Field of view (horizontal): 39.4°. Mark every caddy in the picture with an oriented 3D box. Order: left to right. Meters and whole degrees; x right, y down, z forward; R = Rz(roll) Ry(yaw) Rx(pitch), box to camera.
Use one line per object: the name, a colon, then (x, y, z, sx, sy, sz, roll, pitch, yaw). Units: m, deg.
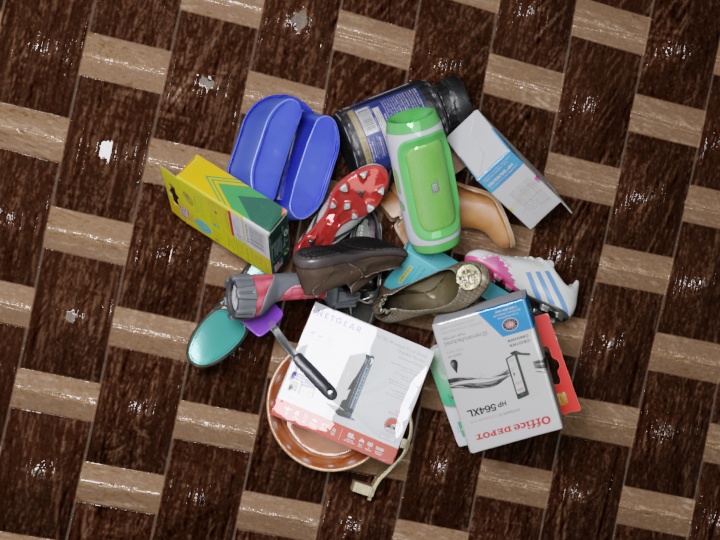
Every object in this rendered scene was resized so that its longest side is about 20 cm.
caddy: (-0.119, -0.166, 1.510, 0.140, 0.105, 0.202, 21, 83, -29)

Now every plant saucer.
plant saucer: (-0.045, 0.205, 1.542, 0.197, 0.032, 0.203, 0, 81, -1)

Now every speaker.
speaker: (0.093, -0.130, 1.465, 0.087, 0.089, 0.202, -17, 113, -8)

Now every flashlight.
flashlight: (-0.097, 0.035, 1.462, 0.198, 0.068, 0.068, -1, 134, -27)

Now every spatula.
spatula: (-0.104, 0.113, 1.475, 0.056, 0.021, 0.200, -43, 91, -19)

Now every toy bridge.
toy bridge: (0.044, 0.262, 1.573, 0.066, 0.027, 0.202, 18, 87, -9)

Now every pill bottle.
pill bottle: (0.066, -0.223, 1.531, 0.198, 0.112, 0.113, -22, 93, -7)

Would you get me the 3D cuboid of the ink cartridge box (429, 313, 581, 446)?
ink cartridge box: (0.215, 0.170, 1.536, 0.198, 0.050, 0.163, -18, 96, 29)

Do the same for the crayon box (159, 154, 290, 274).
crayon box: (-0.195, -0.086, 1.462, 0.199, 0.127, 0.051, 32, 64, 14)

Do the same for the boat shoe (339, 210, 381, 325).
boat shoe: (0.000, 0.000, 1.550, 0.066, 0.057, 0.203, 3, 90, -8)

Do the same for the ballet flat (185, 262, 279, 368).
ballet flat: (-0.188, 0.067, 1.513, 0.068, 0.068, 0.201, 39, 76, -3)

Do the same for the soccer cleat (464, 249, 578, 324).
soccer cleat: (0.257, 0.007, 1.590, 0.199, 0.070, 0.087, 30, 71, -10)

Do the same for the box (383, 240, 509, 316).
box: (0.140, 0.034, 1.555, 0.199, 0.049, 0.083, 31, 127, -7)

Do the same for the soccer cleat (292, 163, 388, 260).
soccer cleat: (-0.032, -0.084, 1.511, 0.068, 0.085, 0.201, 36, 103, -12)

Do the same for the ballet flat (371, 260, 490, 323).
ballet flat: (0.100, 0.033, 1.493, 0.198, 0.046, 0.068, -18, 68, 30)

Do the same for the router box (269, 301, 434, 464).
router box: (-0.012, 0.169, 1.507, 0.198, 0.049, 0.181, 21, 81, 3)

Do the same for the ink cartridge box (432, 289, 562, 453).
ink cartridge box: (0.203, 0.148, 1.478, 0.144, 0.084, 0.202, -17, 95, 11)

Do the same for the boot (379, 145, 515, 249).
boot: (0.133, -0.080, 1.565, 0.154, 0.074, 0.201, -37, 86, -6)

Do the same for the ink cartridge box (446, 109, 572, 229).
ink cartridge box: (0.228, -0.142, 1.526, 0.068, 0.116, 0.199, -42, 134, 14)

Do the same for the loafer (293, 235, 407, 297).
loafer: (-0.017, -0.004, 1.453, 0.198, 0.073, 0.072, -8, 111, -37)
